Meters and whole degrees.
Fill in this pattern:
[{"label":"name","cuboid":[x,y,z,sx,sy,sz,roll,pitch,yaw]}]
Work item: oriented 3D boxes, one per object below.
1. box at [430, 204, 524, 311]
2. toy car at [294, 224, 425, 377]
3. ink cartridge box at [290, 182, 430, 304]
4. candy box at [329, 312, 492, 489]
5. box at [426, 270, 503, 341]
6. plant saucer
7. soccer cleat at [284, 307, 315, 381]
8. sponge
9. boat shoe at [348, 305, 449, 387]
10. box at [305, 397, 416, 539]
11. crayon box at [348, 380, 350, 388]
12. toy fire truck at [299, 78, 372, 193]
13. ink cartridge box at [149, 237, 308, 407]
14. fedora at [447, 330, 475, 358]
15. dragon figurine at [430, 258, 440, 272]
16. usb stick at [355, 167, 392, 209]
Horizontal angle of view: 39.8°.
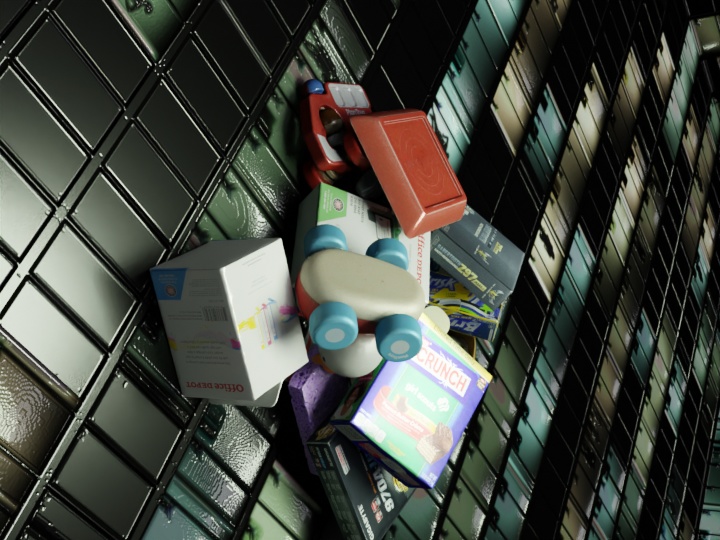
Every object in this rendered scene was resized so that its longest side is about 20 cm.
[{"label":"box","cuboid":[0.187,-0.032,1.629,0.157,0.051,0.200,41,25,-1]},{"label":"toy car","cuboid":[-0.022,0.078,1.353,0.175,0.201,0.185,12,39,-17]},{"label":"ink cartridge box","cuboid":[0.004,-0.024,1.487,0.199,0.084,0.147,18,57,-24]},{"label":"candy box","cuboid":[0.077,0.186,1.443,0.169,0.077,0.201,41,64,-19]},{"label":"box","cuboid":[0.138,0.051,1.666,0.070,0.198,0.065,91,18,-57]},{"label":"plant saucer","cuboid":[0.085,-0.160,1.516,0.199,0.037,0.201,-22,86,-58]},{"label":"soccer cleat","cuboid":[-0.074,0.081,1.488,0.200,0.068,0.074,-53,149,-44]},{"label":"sponge","cuboid":[-0.055,0.201,1.481,0.112,0.030,0.201,-54,148,-40]},{"label":"boat shoe","cuboid":[0.054,0.128,1.524,0.201,0.063,0.074,-37,91,-33]},{"label":"box","cuboid":[0.006,0.293,1.498,0.159,0.046,0.201,-43,120,-48]},{"label":"crayon box","cuboid":[0.032,0.215,1.631,0.118,0.058,0.202,23,70,-53]},{"label":"toy fire truck","cuboid":[-0.028,-0.216,1.541,0.199,0.112,0.169,-11,74,-56]},{"label":"ink cartridge box","cuboid":[-0.165,0.073,1.288,0.125,0.128,0.202,-32,115,-51]},{"label":"fedora","cuboid":[0.127,0.168,1.715,0.081,0.200,0.202,17,70,-16]},{"label":"dragon figurine","cuboid":[0.109,-0.033,1.686,0.099,0.200,0.059,14,75,-14]},{"label":"usb stick","cuboid":[0.037,-0.117,1.558,0.033,0.055,0.200,51,5,17]}]
